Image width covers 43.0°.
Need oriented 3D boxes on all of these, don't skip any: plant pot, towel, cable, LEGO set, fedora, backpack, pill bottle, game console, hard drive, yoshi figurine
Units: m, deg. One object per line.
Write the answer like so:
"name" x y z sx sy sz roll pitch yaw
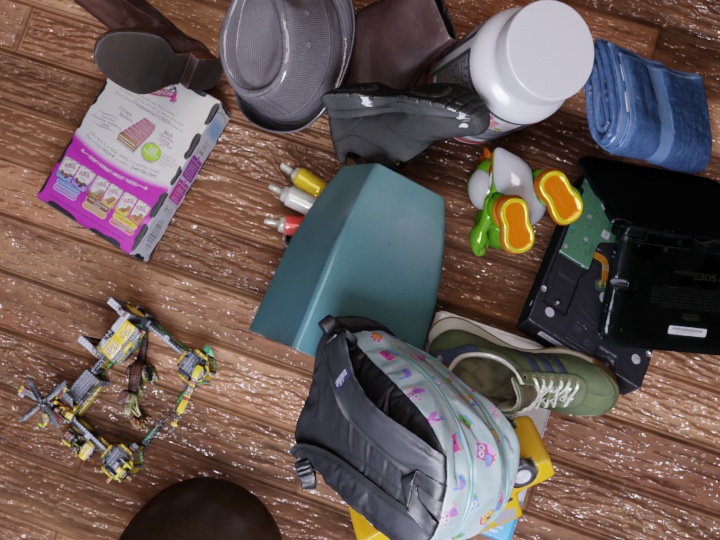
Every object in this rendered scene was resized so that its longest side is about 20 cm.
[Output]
"plant pot" 0.000 0.000 0.951 0.140 0.141 0.203 24 83 -25
"towel" 0.305 -0.167 0.960 0.048 0.198 0.114 -17 74 44
"cable" -0.013 -0.049 1.030 0.196 0.050 0.099 16 84 6
"plant pot" -0.181 0.310 0.913 0.183 0.200 0.191 -1 81 4
"LEGO set" -0.259 0.127 0.986 0.200 0.116 0.154 -43 81 -3
"fedora" -0.096 -0.258 1.016 0.174 0.090 0.204 -3 81 32
"backpack" 0.038 0.145 0.793 0.199 0.125 0.170 34 122 46
"pill bottle" 0.152 -0.204 0.954 0.114 0.200 0.118 0 89 -16
"game console" 0.320 -0.014 0.962 0.196 0.116 0.180 6 100 -21
"hard drive" 0.258 0.010 0.965 0.138 0.038 0.202 30 64 -6
"yoshi figurine" 0.163 -0.060 0.959 0.110 0.200 0.114 18 99 -11

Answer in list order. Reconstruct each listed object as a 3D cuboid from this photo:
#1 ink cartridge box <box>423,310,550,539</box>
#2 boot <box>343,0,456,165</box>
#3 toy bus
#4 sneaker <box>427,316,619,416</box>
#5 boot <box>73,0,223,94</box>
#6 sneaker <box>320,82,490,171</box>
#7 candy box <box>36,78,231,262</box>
"ink cartridge box" 0.117 0.163 0.972 0.144 0.084 0.203 19 83 6
"boot" 0.038 -0.208 1.002 0.165 0.072 0.204 -29 70 39
"toy bus" 0.088 0.215 0.879 0.197 0.079 0.065 -22 36 1
"sneaker" 0.156 0.112 0.877 0.197 0.090 0.068 18 116 -1
"boot" -0.270 -0.272 1.002 0.200 0.185 0.065 43 110 22
"sneaker" 0.048 -0.145 0.939 0.198 0.075 0.093 11 116 40
"candy box" -0.258 -0.132 1.054 0.135 0.061 0.202 30 85 8
